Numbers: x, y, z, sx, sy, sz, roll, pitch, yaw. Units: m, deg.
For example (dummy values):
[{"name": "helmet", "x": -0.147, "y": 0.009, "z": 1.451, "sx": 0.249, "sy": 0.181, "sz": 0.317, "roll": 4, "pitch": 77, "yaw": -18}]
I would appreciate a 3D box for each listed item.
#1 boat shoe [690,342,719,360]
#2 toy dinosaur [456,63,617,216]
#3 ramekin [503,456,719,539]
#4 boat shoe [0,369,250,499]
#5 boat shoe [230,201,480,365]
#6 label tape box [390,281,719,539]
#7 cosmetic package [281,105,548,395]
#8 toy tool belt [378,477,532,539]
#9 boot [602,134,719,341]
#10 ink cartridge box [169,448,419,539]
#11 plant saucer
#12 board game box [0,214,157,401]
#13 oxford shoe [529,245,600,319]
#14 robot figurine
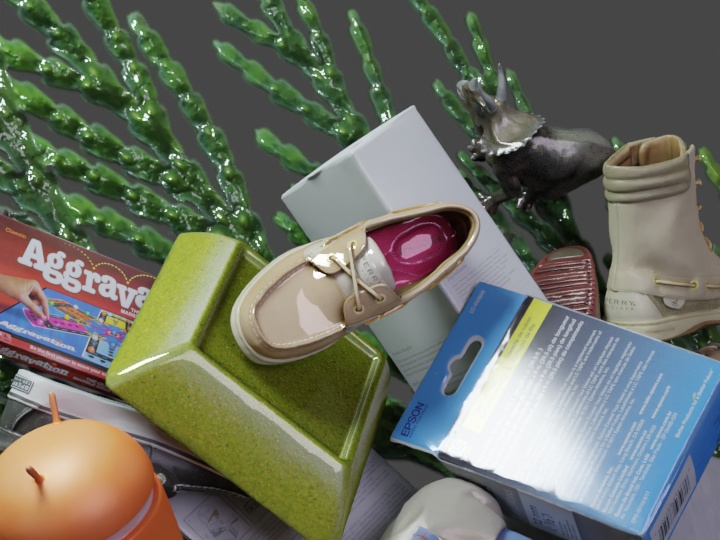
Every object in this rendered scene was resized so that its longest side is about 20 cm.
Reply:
[{"name": "boat shoe", "x": 0.281, "y": 0.095, "z": 1.782, "sx": 0.200, "sy": 0.071, "sz": 0.065, "roll": 13, "pitch": 60, "yaw": -37}, {"name": "toy dinosaur", "x": 0.151, "y": -0.087, "z": 1.739, "sx": 0.200, "sy": 0.102, "sz": 0.077, "roll": 17, "pitch": 65, "yaw": -26}, {"name": "ramekin", "x": 0.198, "y": 0.207, "z": 1.612, "sx": 0.200, "sy": 0.200, "sz": 0.098, "roll": 4, "pitch": 63, "yaw": -31}, {"name": "boat shoe", "x": -0.154, "y": 0.128, "z": 1.495, "sx": 0.200, "sy": 0.071, "sz": 0.064, "roll": 21, "pitch": 86, "yaw": -21}, {"name": "boat shoe", "x": 0.000, "y": 0.000, "z": 1.505, "sx": 0.200, "sy": 0.069, "sz": 0.074, "roll": -31, "pitch": 91, "yaw": -32}, {"name": "label tape box", "x": 0.143, "y": 0.106, "z": 1.537, "sx": 0.143, "sy": 0.200, "sz": 0.066, "roll": -59, "pitch": 150, "yaw": -22}, {"name": "cosmetic package", "x": 0.044, "y": -0.009, "z": 1.639, "sx": 0.081, "sy": 0.113, "sz": 0.200, "roll": -36, "pitch": 96, "yaw": -35}, {"name": "toy tool belt", "x": 0.089, "y": 0.234, "z": 1.475, "sx": 0.200, "sy": 0.125, "sz": 0.123, "roll": 26, "pitch": 29, "yaw": 14}, {"name": "boot", "x": 0.263, "y": -0.034, "z": 1.769, "sx": 0.200, "sy": 0.073, "sz": 0.156, "roll": -16, "pitch": 107, "yaw": -43}, {"name": "ink cartridge box", "x": -0.038, "y": 0.188, "z": 1.569, "sx": 0.200, "sy": 0.057, "sz": 0.163, "roll": 40, "pitch": 54, "yaw": 11}, {"name": "plant saucer", "x": -0.061, "y": 0.070, "z": 1.526, "sx": 0.200, "sy": 0.048, "sz": 0.200, "roll": 39, "pitch": 32, "yaw": -12}, {"name": "board game box", "x": -0.173, "y": 0.039, "z": 1.526, "sx": 0.200, "sy": 0.019, "sz": 0.103, "roll": 22, "pitch": 47, "yaw": -24}, {"name": "oxford shoe", "x": 0.159, "y": 0.075, "z": 1.722, "sx": 0.075, "sy": 0.070, "sz": 0.200, "roll": 49, "pitch": 44, "yaw": -46}, {"name": "robot figurine", "x": -0.171, "y": 0.177, "z": 1.389, "sx": 0.144, "sy": 0.117, "sz": 0.200, "roll": -36, "pitch": 126, "yaw": -28}]
